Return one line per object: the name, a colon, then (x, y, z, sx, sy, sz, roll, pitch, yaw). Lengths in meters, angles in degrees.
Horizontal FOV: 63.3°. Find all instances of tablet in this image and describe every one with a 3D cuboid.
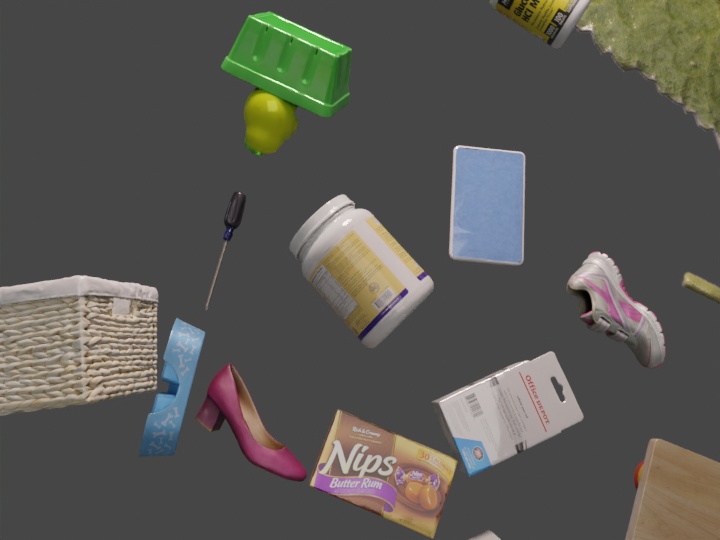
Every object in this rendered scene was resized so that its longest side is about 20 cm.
tablet: (0.218, -0.112, 0.998, 0.127, 0.014, 0.204, 5, 78, -2)

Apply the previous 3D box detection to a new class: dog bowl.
dog bowl: (-0.275, 0.175, 0.864, 0.049, 0.111, 0.204, 14, 77, -13)

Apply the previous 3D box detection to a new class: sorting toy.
sorting toy: (0.496, 0.385, 0.878, 0.197, 0.070, 0.202, 21, 77, 2)

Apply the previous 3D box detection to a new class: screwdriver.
screwdriver: (-0.225, -0.034, 0.951, 0.029, 0.028, 0.204, 10, 76, 31)

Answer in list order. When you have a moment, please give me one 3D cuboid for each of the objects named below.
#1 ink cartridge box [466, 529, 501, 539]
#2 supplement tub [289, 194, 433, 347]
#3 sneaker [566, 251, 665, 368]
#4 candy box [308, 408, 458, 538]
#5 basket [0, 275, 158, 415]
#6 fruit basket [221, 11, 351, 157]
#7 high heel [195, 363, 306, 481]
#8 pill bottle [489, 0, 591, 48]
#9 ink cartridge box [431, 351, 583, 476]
ink cartridge box: (0.137, 0.486, 0.827, 0.197, 0.088, 0.148, -23, 81, -5)
supplement tub: (0.000, 0.000, 0.894, 0.145, 0.146, 0.200, -41, 82, -11)
sneaker: (0.402, 0.075, 0.940, 0.087, 0.082, 0.202, -30, 73, -8)
candy box: (0.034, 0.301, 0.878, 0.197, 0.057, 0.118, 23, 78, 1)
basket: (-0.407, 0.105, 0.811, 0.196, 0.198, 0.164, -9, 82, 8)
fruit basket: (-0.128, -0.296, 0.975, 0.211, 0.156, 0.219, 7, 118, 13)
high heel: (-0.150, 0.228, 0.874, 0.198, 0.067, 0.097, 30, 88, 7)
pill bottle: (0.302, -0.494, 1.034, 0.198, 0.113, 0.113, 34, 78, 5)
ink cartridge box: (0.224, 0.217, 0.900, 0.197, 0.068, 0.118, -22, 80, -7)
